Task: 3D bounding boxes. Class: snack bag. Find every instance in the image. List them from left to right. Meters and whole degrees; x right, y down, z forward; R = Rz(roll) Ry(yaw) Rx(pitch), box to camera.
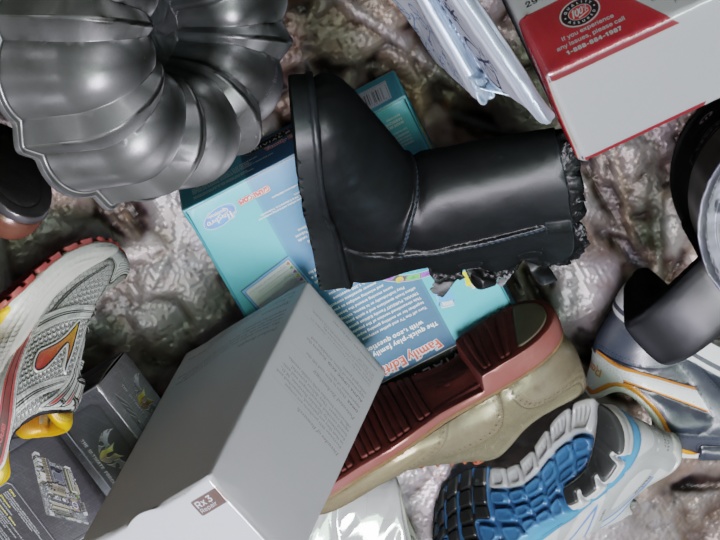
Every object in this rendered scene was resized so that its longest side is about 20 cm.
[{"bbox_3d":[0.028,-0.167,1.597,0.021,0.200,0.189,-38,116,-3],"label":"snack bag"}]

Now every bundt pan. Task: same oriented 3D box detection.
[{"bbox_3d":[-0.111,-0.133,1.593,0.201,0.076,0.203,-7,99,-49],"label":"bundt pan"}]

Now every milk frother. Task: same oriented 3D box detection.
[{"bbox_3d":[0.269,0.004,1.688,0.199,0.188,0.181,28,101,-3],"label":"milk frother"}]

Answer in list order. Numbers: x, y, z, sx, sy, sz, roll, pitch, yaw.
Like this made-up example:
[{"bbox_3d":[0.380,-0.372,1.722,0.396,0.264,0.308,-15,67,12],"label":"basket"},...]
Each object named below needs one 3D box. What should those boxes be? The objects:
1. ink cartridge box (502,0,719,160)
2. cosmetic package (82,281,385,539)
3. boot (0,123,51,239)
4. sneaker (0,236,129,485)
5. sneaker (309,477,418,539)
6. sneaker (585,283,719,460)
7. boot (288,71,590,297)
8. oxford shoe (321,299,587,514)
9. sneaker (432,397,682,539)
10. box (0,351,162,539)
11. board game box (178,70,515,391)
[{"bbox_3d":[0.144,-0.182,1.597,0.144,0.200,0.084,-25,141,4],"label":"ink cartridge box"},{"bbox_3d":[-0.072,0.109,1.659,0.113,0.200,0.081,-30,111,34],"label":"cosmetic package"},{"bbox_3d":[-0.266,-0.001,1.643,0.068,0.188,0.201,-6,123,-52],"label":"boot"},{"bbox_3d":[-0.196,0.056,1.681,0.082,0.200,0.078,46,142,-9],"label":"sneaker"},{"bbox_3d":[-0.009,0.220,1.812,0.115,0.074,0.201,-3,114,-3],"label":"sneaker"},{"bbox_3d":[0.235,0.085,1.811,0.199,0.078,0.080,27,104,-8],"label":"sneaker"},{"bbox_3d":[0.046,-0.055,1.632,0.162,0.074,0.199,-7,147,4],"label":"boot"},{"bbox_3d":[0.049,0.101,1.742,0.199,0.071,0.075,-31,121,7],"label":"oxford shoe"},{"bbox_3d":[0.126,0.148,1.801,0.086,0.075,0.200,10,149,-38],"label":"sneaker"},{"bbox_3d":[-0.150,0.170,1.753,0.158,0.048,0.200,-32,101,28],"label":"box"},{"bbox_3d":[0.000,0.000,1.751,0.150,0.047,0.200,-27,116,4],"label":"board game box"}]
